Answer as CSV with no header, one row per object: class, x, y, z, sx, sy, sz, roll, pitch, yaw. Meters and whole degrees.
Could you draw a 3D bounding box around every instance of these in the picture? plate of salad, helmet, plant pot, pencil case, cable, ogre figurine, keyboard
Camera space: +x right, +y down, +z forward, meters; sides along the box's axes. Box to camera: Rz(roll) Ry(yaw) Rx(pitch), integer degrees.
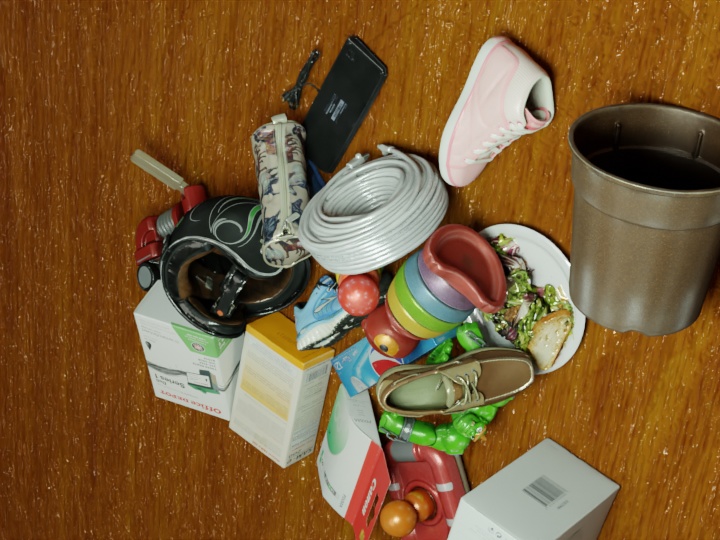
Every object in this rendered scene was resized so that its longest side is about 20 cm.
plate of salad,0.194,0.040,1.613,0.200,0.048,0.201,18,118,38
helmet,-0.177,-0.014,1.829,0.199,0.191,0.201,9,116,19
plant pot,0.311,-0.050,1.381,0.200,0.200,0.199,28,131,32
pencil case,-0.104,-0.109,1.731,0.090,0.077,0.201,117,150,-61
cable,0.015,-0.074,1.629,0.200,0.200,0.069,23,148,55
ogre figurine,0.125,0.167,1.670,0.120,0.098,0.200,34,96,-9
keyboard,-0.044,-0.239,1.747,0.127,0.021,0.200,45,130,14

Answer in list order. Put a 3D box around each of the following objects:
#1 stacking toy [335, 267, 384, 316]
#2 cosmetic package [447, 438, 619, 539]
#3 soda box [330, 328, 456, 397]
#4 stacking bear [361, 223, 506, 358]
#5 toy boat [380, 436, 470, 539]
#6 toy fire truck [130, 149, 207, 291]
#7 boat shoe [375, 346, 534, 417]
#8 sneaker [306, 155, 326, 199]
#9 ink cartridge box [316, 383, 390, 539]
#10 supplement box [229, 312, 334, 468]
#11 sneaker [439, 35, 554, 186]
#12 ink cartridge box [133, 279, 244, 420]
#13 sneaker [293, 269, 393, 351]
stacking toy,0.000,0.000,1.669,0.085,0.200,0.086,0,117,-1
cosmetic package,0.204,0.354,1.618,0.123,0.199,0.201,32,125,29
soda box,0.049,0.105,1.758,0.200,0.068,0.064,-36,80,44
stacking bear,0.079,0.041,1.604,0.121,0.114,0.200,38,128,-10
toy boat,0.079,0.333,1.774,0.130,0.131,0.201,-11,98,45
toy fire truck,-0.300,-0.082,1.985,0.176,0.128,0.201,-23,78,46
boat shoe,0.118,0.147,1.580,0.199,0.074,0.076,-12,100,5
sneaker,-0.095,-0.110,1.804,0.200,0.078,0.066,55,136,14
ink cartridge box,-0.014,0.288,1.826,0.200,0.050,0.161,-102,24,-54
supplement box,-0.122,0.182,1.942,0.126,0.073,0.201,32,125,30
sneaker,0.167,-0.172,1.536,0.105,0.075,0.201,40,125,32
ink cartridge box,-0.256,0.126,1.974,0.146,0.084,0.200,15,137,20
sneaker,-0.034,0.042,1.807,0.200,0.078,0.090,-33,71,38
